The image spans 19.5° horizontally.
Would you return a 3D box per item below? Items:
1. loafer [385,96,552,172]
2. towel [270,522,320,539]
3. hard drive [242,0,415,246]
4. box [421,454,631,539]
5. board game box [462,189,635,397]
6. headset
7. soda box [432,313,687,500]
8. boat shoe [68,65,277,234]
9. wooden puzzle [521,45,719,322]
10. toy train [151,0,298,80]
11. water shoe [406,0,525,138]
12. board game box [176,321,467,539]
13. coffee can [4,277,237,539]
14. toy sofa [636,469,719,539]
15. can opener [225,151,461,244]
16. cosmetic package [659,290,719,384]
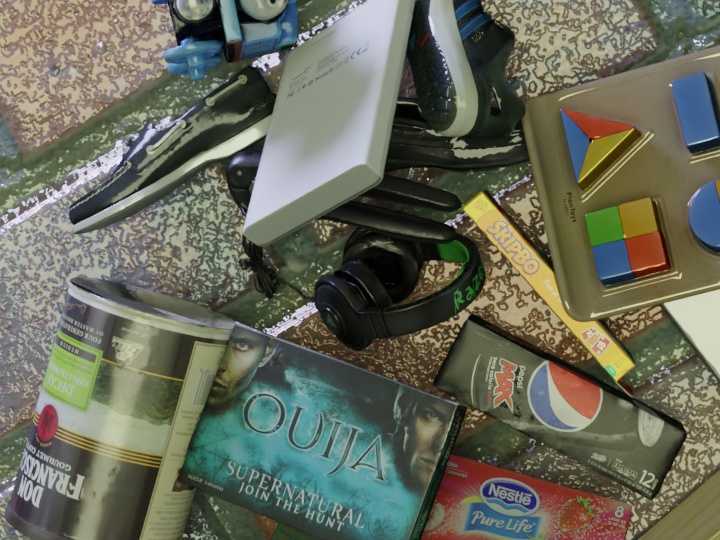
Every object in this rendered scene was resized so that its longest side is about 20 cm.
[{"bbox_3d":[0.061,-0.119,1.687,0.200,0.068,0.071,-1,112,10],"label":"loafer"},{"bbox_3d":[-0.020,0.186,1.677,0.022,0.147,0.201,22,89,-25],"label":"towel"},{"bbox_3d":[-0.022,-0.121,1.626,0.132,0.200,0.027,-28,126,36],"label":"hard drive"},{"bbox_3d":[0.108,0.214,1.678,0.199,0.100,0.096,15,72,5],"label":"box"},{"bbox_3d":[0.156,0.017,1.674,0.030,0.096,0.200,-39,89,6],"label":"board game box"},{"bbox_3d":[0.000,0.000,1.678,0.199,0.124,0.094,-4,120,29],"label":"headset"},{"bbox_3d":[0.161,0.109,1.691,0.200,0.071,0.063,27,95,4],"label":"soda box"},{"bbox_3d":[-0.158,-0.097,1.716,0.200,0.076,0.060,-30,91,-5],"label":"boat shoe"},{"bbox_3d":[0.234,-0.072,1.606,0.199,0.046,0.186,-14,77,10],"label":"wooden puzzle"},{"bbox_3d":[-0.104,-0.205,1.642,0.114,0.200,0.087,-14,91,-4],"label":"toy train"},{"bbox_3d":[0.079,-0.186,1.670,0.079,0.072,0.201,8,57,-27],"label":"water shoe"},{"bbox_3d":[-0.031,0.134,1.616,0.199,0.028,0.136,19,87,22],"label":"board game box"},{"bbox_3d":[-0.191,0.121,1.693,0.146,0.146,0.201,16,94,5],"label":"coffee can"},{"bbox_3d":[0.305,0.223,1.687,0.200,0.098,0.083,-43,113,7],"label":"toy sofa"},{"bbox_3d":[-0.015,-0.062,1.675,0.199,0.079,0.064,8,120,20],"label":"can opener"},{"bbox_3d":[0.293,0.011,1.666,0.113,0.081,0.200,-40,87,4],"label":"cosmetic package"}]
